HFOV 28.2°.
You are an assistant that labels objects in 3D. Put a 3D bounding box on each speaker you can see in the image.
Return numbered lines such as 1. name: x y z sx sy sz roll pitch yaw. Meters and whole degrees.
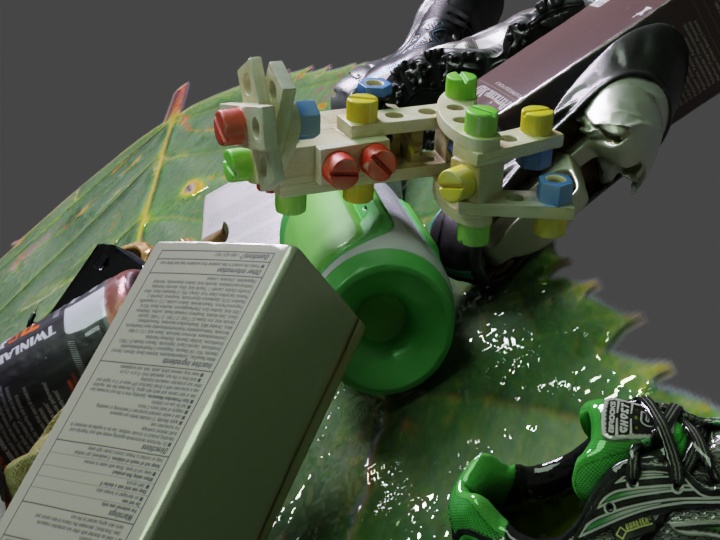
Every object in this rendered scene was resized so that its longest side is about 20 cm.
1. speaker: 0.000 0.000 0.839 0.088 0.089 0.200 -32 20 3

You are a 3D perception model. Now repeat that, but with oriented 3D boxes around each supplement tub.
1. supplement tub: -0.199 0.090 0.909 0.199 0.107 0.107 -30 19 9

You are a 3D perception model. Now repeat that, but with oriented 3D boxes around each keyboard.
1. keyboard: -0.216 0.072 1.022 0.201 0.040 0.104 -55 40 -3

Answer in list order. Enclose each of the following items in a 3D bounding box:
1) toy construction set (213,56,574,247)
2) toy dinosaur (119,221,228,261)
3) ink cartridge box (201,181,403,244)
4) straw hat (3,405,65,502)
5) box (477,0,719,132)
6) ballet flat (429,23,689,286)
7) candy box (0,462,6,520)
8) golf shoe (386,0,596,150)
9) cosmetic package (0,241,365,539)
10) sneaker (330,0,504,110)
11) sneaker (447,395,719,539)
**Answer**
1. toy construction set: 0.006 -0.061 0.755 0.198 0.093 0.131 6 22 -29
2. toy dinosaur: -0.133 0.012 1.026 0.200 0.060 0.107 -51 35 27
3. ink cartridge box: -0.044 -0.016 1.045 0.160 0.050 0.201 -26 38 18
4. straw hat: -0.149 0.120 0.786 0.200 0.085 0.201 -29 19 11
5. box: 0.168 -0.131 0.914 0.199 0.075 0.100 -35 19 0
6. ballet flat: 0.128 -0.060 0.828 0.200 0.068 0.068 -44 29 0
7. candy box: -0.259 0.103 0.812 0.136 0.061 0.202 -40 53 42
8. golf shoe: 0.106 -0.148 1.081 0.199 0.078 0.094 -17 7 34
9. cosmetic package: -0.089 0.086 0.684 0.103 0.073 0.201 3 57 40
10. sneaker: 0.067 -0.175 1.214 0.082 0.074 0.200 19 58 46
11. sneaker: 0.115 0.078 0.465 0.199 0.086 0.078 -23 21 26
